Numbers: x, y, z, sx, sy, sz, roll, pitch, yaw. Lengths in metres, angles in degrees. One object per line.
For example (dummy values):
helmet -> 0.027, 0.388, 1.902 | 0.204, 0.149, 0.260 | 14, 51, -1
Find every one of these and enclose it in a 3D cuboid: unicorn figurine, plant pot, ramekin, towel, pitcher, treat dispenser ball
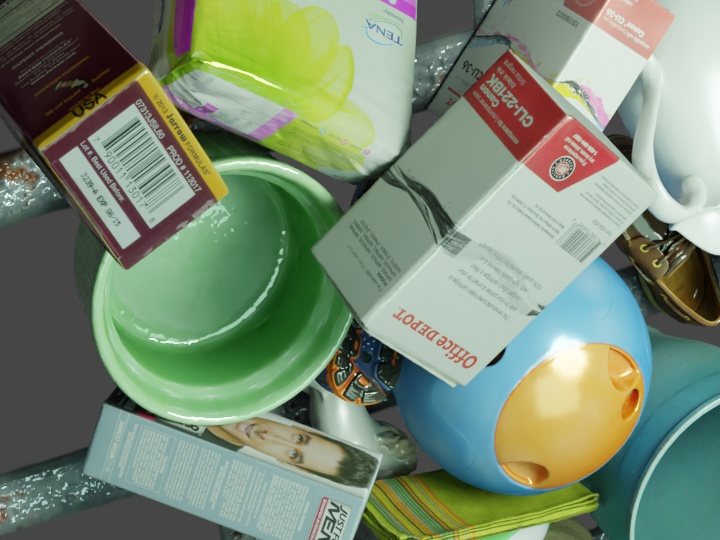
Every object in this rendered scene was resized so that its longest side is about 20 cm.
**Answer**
unicorn figurine -> -0.022, 0.124, 1.681 | 0.137, 0.074, 0.201 | -25, 119, -28
plant pot -> 0.255, 0.141, 1.779 | 0.199, 0.188, 0.201 | -12, 119, -23
ramekin -> -0.109, -0.001, 1.547 | 0.199, 0.098, 0.201 | -10, 116, -21
towel -> 0.086, 0.174, 1.677 | 0.199, 0.086, 0.018 | -7, 123, -35
pitcher -> 0.241, -0.123, 1.622 | 0.121, 0.201, 0.171 | -21, 163, 32
treat dispenser ball -> 0.122, 0.070, 1.658 | 0.200, 0.201, 0.202 | -13, 120, -23

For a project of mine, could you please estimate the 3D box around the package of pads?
package of pads -> -0.048, -0.158, 1.480 | 0.199, 0.068, 0.156 | 22, 60, -36

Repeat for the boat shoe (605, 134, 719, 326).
boat shoe -> 0.244, -0.030, 1.760 | 0.072, 0.068, 0.200 | -40, 127, -6

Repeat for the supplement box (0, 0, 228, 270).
supplement box -> -0.179, -0.102, 1.399 | 0.085, 0.200, 0.111 | -37, 127, -7

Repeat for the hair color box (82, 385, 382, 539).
hair color box -> -0.091, 0.140, 1.576 | 0.199, 0.099, 0.061 | 20, 107, 2

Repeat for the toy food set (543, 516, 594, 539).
toy food set -> 0.117, 0.286, 1.863 | 0.199, 0.049, 0.199 | 18, 105, -35

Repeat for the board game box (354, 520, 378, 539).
board game box -> -0.055, 0.284, 1.698 | 0.199, 0.148, 0.065 | -12, 128, -24

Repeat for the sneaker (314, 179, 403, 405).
sneaker -> 0.000, 0.000, 1.623 | 0.075, 0.078, 0.201 | 24, 76, -30

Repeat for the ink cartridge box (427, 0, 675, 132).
ink cartridge box -> 0.128, -0.136, 1.609 | 0.067, 0.116, 0.201 | 26, 99, -36

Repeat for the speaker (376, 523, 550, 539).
speaker -> 0.073, 0.218, 1.701 | 0.200, 0.088, 0.089 | -29, 132, -53

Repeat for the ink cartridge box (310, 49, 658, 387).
ink cartridge box -> 0.086, -0.032, 1.505 | 0.200, 0.084, 0.144 | -45, 142, 9
